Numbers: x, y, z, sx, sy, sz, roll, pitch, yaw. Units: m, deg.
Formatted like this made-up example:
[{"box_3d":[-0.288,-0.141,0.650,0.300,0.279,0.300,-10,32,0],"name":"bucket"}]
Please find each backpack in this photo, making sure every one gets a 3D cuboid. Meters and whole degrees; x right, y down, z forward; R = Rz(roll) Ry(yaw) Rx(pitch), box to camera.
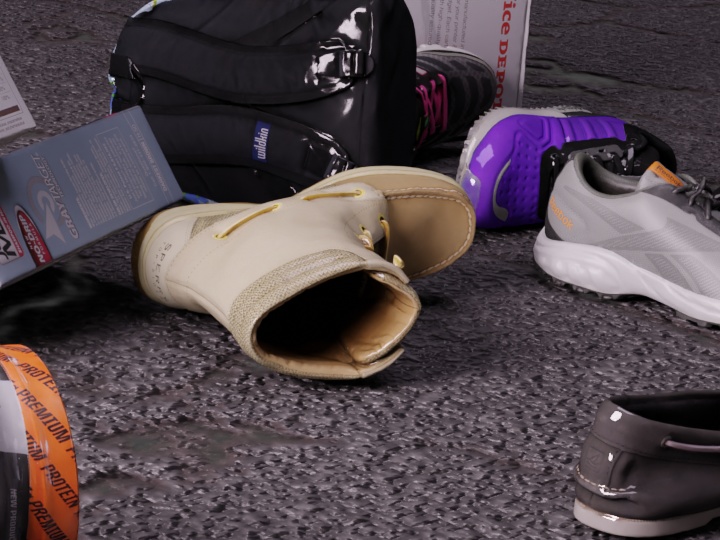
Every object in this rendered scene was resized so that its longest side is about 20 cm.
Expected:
[{"box_3d":[-0.062,-0.102,1.416,0.200,0.163,0.154,5,7,21],"name":"backpack"}]

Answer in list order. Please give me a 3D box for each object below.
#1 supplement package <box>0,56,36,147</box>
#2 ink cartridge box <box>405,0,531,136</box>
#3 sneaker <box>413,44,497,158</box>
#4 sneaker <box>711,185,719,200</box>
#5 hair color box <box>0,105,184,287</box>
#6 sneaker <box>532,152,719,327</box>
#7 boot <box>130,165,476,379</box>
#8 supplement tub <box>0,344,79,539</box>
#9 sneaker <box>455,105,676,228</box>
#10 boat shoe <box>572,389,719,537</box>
[{"box_3d":[-0.289,-0.061,1.081,0.200,0.111,0.156,-25,3,32],"name":"supplement package"},{"box_3d":[0.020,-0.171,1.652,0.200,0.147,0.086,-8,19,-39],"name":"ink cartridge box"},{"box_3d":[0.025,-0.104,1.564,0.200,0.074,0.087,-13,24,-35],"name":"sneaker"},{"box_3d":[0.276,-0.014,1.346,0.098,0.071,0.200,-8,19,-38],"name":"sneaker"},{"box_3d":[-0.183,-0.024,1.177,0.099,0.061,0.200,-24,4,25],"name":"hair color box"},{"box_3d":[0.193,-0.015,1.311,0.200,0.079,0.074,15,17,25],"name":"sneaker"},{"box_3d":[0.000,0.000,1.197,0.200,0.073,0.155,-7,18,-27],"name":"boot"},{"box_3d":[-0.206,0.081,0.785,0.200,0.123,0.122,-5,20,-29],"name":"supplement tub"},{"box_3d":[0.140,-0.064,1.469,0.099,0.070,0.200,18,21,30],"name":"sneaker"},{"box_3d":[0.175,0.074,1.043,0.200,0.057,0.067,-11,23,-42],"name":"boat shoe"}]
